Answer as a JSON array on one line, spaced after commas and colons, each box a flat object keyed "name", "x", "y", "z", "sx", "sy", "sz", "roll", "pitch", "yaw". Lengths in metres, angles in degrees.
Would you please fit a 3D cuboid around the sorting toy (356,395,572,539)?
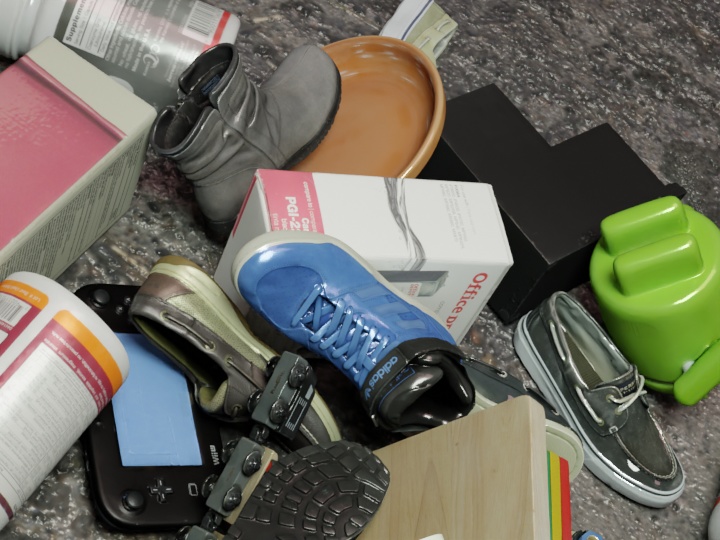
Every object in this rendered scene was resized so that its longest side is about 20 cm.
[{"name": "sorting toy", "x": 0.058, "y": 0.214, "z": 0.908, "sx": 0.069, "sy": 0.198, "sz": 0.201, "roll": 33, "pitch": 45, "yaw": -37}]

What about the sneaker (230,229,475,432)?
[{"name": "sneaker", "x": 0.002, "y": 0.049, "z": 0.936, "sx": 0.199, "sy": 0.077, "sz": 0.111, "roll": 32, "pitch": 16, "yaw": -33}]

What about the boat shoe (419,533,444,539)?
[{"name": "boat shoe", "x": -0.012, "y": 0.247, "z": 0.860, "sx": 0.062, "sy": 0.200, "sz": 0.073, "roll": 53, "pitch": 11, "yaw": 21}]

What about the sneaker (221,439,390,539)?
[{"name": "sneaker", "x": -0.060, "y": 0.199, "z": 0.912, "sx": 0.076, "sy": 0.088, "sz": 0.200, "roll": 38, "pitch": 57, "yaw": 18}]

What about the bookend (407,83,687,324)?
[{"name": "bookend", "x": 0.154, "y": -0.084, "z": 1.215, "sx": 0.198, "sy": 0.092, "sz": 0.200, "roll": -26, "pitch": 68, "yaw": -37}]

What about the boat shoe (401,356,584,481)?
[{"name": "boat shoe", "x": 0.088, "y": 0.104, "z": 1.071, "sx": 0.198, "sy": 0.075, "sz": 0.066, "roll": 21, "pitch": 21, "yaw": 3}]

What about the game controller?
[{"name": "game controller", "x": -0.157, "y": 0.098, "z": 0.983, "sx": 0.103, "sy": 0.042, "sz": 0.201, "roll": -1, "pitch": 58, "yaw": -24}]

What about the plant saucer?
[{"name": "plant saucer", "x": -0.017, "y": -0.113, "z": 1.135, "sx": 0.199, "sy": 0.038, "sz": 0.202, "roll": -15, "pitch": 52, "yaw": 20}]

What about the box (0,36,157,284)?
[{"name": "box", "x": -0.260, "y": -0.057, "z": 0.993, "sx": 0.109, "sy": 0.128, "sz": 0.200, "roll": 35, "pitch": 49, "yaw": 4}]

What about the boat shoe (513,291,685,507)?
[{"name": "boat shoe", "x": 0.203, "y": 0.106, "z": 1.113, "sx": 0.072, "sy": 0.071, "sz": 0.200, "roll": -28, "pitch": 70, "yaw": -36}]

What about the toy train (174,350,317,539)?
[{"name": "toy train", "x": -0.084, "y": 0.152, "z": 0.933, "sx": 0.034, "sy": 0.046, "sz": 0.201, "roll": 17, "pitch": 74, "yaw": 39}]

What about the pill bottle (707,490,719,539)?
[{"name": "pill bottle", "x": 0.369, "y": 0.166, "z": 1.115, "sx": 0.112, "sy": 0.113, "sz": 0.200, "roll": 33, "pitch": 50, "yaw": 3}]

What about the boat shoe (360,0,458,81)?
[{"name": "boat shoe", "x": 0.044, "y": -0.201, "z": 1.265, "sx": 0.062, "sy": 0.072, "sz": 0.201, "roll": 27, "pitch": 47, "yaw": 0}]

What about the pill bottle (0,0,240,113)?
[{"name": "pill bottle", "x": -0.211, "y": -0.197, "z": 1.124, "sx": 0.198, "sy": 0.114, "sz": 0.115, "roll": 21, "pitch": 51, "yaw": -7}]

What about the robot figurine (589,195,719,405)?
[{"name": "robot figurine", "x": 0.262, "y": 0.026, "z": 1.131, "sx": 0.115, "sy": 0.201, "sz": 0.176, "roll": -20, "pitch": 46, "yaw": 10}]

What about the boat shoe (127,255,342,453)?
[{"name": "boat shoe", "x": -0.096, "y": 0.081, "z": 0.984, "sx": 0.200, "sy": 0.073, "sz": 0.065, "roll": 47, "pitch": 56, "yaw": -12}]

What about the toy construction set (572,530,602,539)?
[{"name": "toy construction set", "x": 0.120, "y": 0.233, "z": 0.981, "sx": 0.130, "sy": 0.092, "sz": 0.202, "roll": 13, "pitch": 63, "yaw": -14}]

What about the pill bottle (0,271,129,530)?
[{"name": "pill bottle", "x": -0.252, "y": 0.106, "z": 0.877, "sx": 0.109, "sy": 0.110, "sz": 0.200, "roll": 36, "pitch": 64, "yaw": 4}]

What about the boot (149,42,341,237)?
[{"name": "boot", "x": -0.085, "y": -0.137, "z": 1.069, "sx": 0.069, "sy": 0.132, "sz": 0.201, "roll": 10, "pitch": 58, "yaw": 26}]

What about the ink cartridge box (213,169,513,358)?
[{"name": "ink cartridge box", "x": 0.000, "y": 0.000, "z": 1.052, "sx": 0.198, "sy": 0.146, "sz": 0.085, "roll": 0, "pitch": 54, "yaw": -22}]
